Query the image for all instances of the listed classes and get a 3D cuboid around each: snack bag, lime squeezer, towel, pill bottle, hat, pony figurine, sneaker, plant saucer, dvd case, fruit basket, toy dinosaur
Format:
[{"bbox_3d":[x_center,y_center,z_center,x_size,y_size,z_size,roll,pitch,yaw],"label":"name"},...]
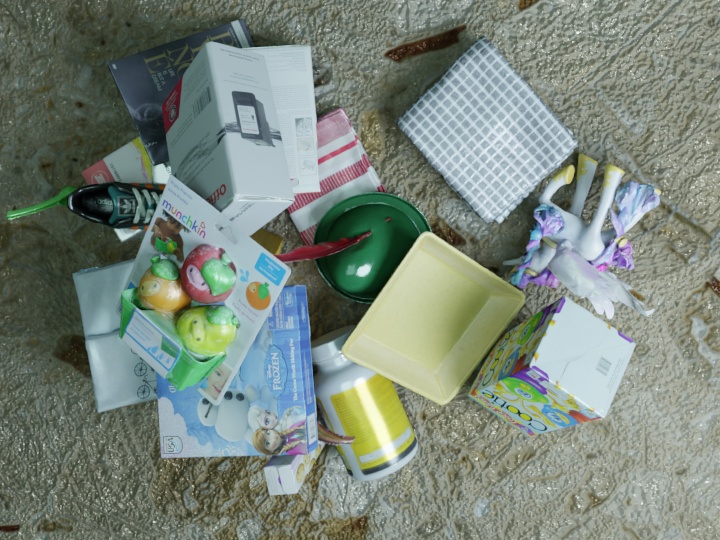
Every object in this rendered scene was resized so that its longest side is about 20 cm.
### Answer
[{"bbox_3d":[-0.294,0.075,0.847,0.187,0.021,0.202,-13,84,12],"label":"snack bag"},{"bbox_3d":[-0.412,-0.091,0.941,0.199,0.071,0.038,12,135,-22],"label":"lime squeezer"},{"bbox_3d":[-0.043,-0.114,0.906,0.143,0.023,0.201,-27,94,12],"label":"towel"},{"bbox_3d":[0.169,-0.180,0.832,0.166,0.086,0.200,-43,90,13],"label":"towel"},{"bbox_3d":[-0.003,0.186,0.896,0.111,0.112,0.201,-22,94,11],"label":"pill bottle"},{"bbox_3d":[0.000,0.000,0.821,0.198,0.176,0.167,-14,108,9],"label":"hat"},{"bbox_3d":[0.292,-0.033,0.809,0.193,0.166,0.201,40,108,41],"label":"pony figurine"},{"bbox_3d":[-0.291,-0.083,0.841,0.198,0.080,0.072,1,98,2],"label":"sneaker"},{"bbox_3d":[0.096,0.064,0.866,0.199,0.048,0.201,30,102,-27],"label":"plant saucer"},{"bbox_3d":[-0.224,-0.250,0.870,0.199,0.016,0.150,-25,93,-16],"label":"dvd case"},{"bbox_3d":[-0.191,0.027,0.708,0.185,0.094,0.201,38,118,14],"label":"fruit basket"},{"bbox_3d":[-0.117,0.205,0.888,0.105,0.182,0.200,-36,77,-21],"label":"toy dinosaur"}]

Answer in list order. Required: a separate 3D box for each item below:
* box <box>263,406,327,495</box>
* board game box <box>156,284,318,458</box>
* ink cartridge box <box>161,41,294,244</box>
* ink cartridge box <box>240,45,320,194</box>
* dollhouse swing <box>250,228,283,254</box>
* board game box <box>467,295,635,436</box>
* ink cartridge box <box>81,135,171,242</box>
[{"bbox_3d":[-0.081,0.245,0.872,0.038,0.200,0.042,-9,97,12],"label":"box"},{"bbox_3d":[-0.158,0.126,0.780,0.197,0.043,0.202,-6,87,15],"label":"board game box"},{"bbox_3d":[-0.167,-0.145,0.767,0.145,0.083,0.202,-28,69,45],"label":"ink cartridge box"},{"bbox_3d":[-0.114,-0.199,0.856,0.108,0.050,0.202,-5,88,-5],"label":"ink cartridge box"},{"bbox_3d":[-0.223,0.029,0.889,0.175,0.182,0.201,19,101,-6],"label":"dollhouse swing"},{"bbox_3d":[0.233,0.129,0.797,0.103,0.200,0.105,33,66,2],"label":"board game box"},{"bbox_3d":[-0.281,-0.141,0.908,0.199,0.068,0.117,-30,94,5],"label":"ink cartridge box"}]
